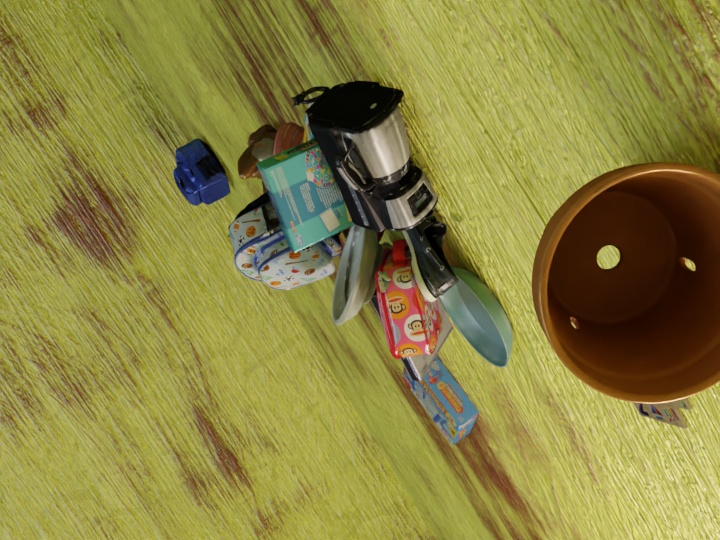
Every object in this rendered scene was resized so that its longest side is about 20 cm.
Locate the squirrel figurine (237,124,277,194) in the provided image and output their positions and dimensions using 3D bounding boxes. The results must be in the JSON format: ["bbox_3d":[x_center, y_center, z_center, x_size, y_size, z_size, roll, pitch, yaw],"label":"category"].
[{"bbox_3d":[-0.182,-0.225,2.003,0.187,0.141,0.200,54,-174,-39],"label":"squirrel figurine"}]

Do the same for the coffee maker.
[{"bbox_3d":[0.013,-0.175,1.327,0.192,0.134,0.201,51,168,51],"label":"coffee maker"}]

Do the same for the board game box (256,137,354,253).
[{"bbox_3d":[-0.048,-0.140,1.422,0.047,0.199,0.152,42,154,62],"label":"board game box"}]

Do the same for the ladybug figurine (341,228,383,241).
[{"bbox_3d":[0.002,-0.106,1.641,0.136,0.072,0.200,61,169,16],"label":"ladybug figurine"}]

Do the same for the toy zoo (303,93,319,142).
[{"bbox_3d":[-0.081,-0.222,1.554,0.200,0.020,0.132,-104,21,-53],"label":"toy zoo"}]

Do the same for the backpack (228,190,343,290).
[{"bbox_3d":[-0.144,-0.050,1.642,0.200,0.190,0.155,51,-154,-53],"label":"backpack"}]

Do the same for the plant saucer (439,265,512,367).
[{"bbox_3d":[0.191,0.067,1.448,0.200,0.036,0.200,53,168,17],"label":"plant saucer"}]

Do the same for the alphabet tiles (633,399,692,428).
[{"bbox_3d":[0.328,0.104,1.088,0.201,0.006,0.166,58,168,-8],"label":"alphabet tiles"}]

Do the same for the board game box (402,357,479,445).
[{"bbox_3d":[0.177,0.279,1.985,0.200,0.056,0.196,53,167,19],"label":"board game box"}]

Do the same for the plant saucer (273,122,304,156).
[{"bbox_3d":[-0.114,-0.193,1.739,0.200,0.051,0.202,-5,-90,-73],"label":"plant saucer"}]

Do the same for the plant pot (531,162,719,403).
[{"bbox_3d":[0.241,-0.001,0.782,0.201,0.199,0.140,59,-176,-12],"label":"plant pot"}]

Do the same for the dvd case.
[{"bbox_3d":[0.096,0.078,1.603,0.025,0.150,0.201,-3,126,38],"label":"dvd case"}]

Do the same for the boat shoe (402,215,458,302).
[{"bbox_3d":[0.109,-0.050,1.393,0.074,0.066,0.200,37,-146,-47],"label":"boat shoe"}]

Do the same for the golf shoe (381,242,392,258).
[{"bbox_3d":[0.045,-0.017,1.676,0.092,0.075,0.200,63,-179,20],"label":"golf shoe"}]

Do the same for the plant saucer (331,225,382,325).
[{"bbox_3d":[0.000,0.000,1.507,0.050,0.201,0.200,13,172,-10],"label":"plant saucer"}]

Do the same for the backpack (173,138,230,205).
[{"bbox_3d":[-0.557,-0.340,3.004,0.201,0.167,0.163,57,162,14],"label":"backpack"}]

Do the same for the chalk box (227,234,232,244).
[{"bbox_3d":[-0.237,-0.110,2.366,0.123,0.200,0.125,-4,127,37],"label":"chalk box"}]

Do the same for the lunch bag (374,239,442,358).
[{"bbox_3d":[0.078,0.037,1.451,0.200,0.081,0.177,-58,-44,-72],"label":"lunch bag"}]
